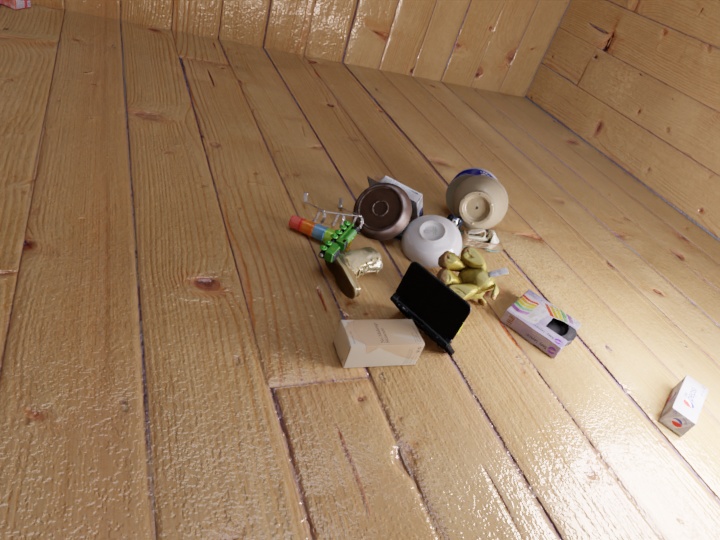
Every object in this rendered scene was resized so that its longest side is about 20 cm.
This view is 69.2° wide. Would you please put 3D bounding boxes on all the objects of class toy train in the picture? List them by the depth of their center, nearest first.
[{"bbox_3d":[-0.059,-0.086,1.513,0.056,0.042,0.200,22,38,13],"label":"toy train"}]

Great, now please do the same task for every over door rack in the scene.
[{"bbox_3d":[-0.093,-0.188,1.717,0.147,0.067,0.200,5,24,-28],"label":"over door rack"}]

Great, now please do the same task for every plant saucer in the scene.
[{"bbox_3d":[0.067,-0.199,1.712,0.200,0.200,0.032,36,-2,22],"label":"plant saucer"}]

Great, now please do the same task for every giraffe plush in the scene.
[{"bbox_3d":[0.322,0.033,1.550,0.199,0.162,0.173,4,72,5],"label":"giraffe plush"}]

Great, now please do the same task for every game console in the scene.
[{"bbox_3d":[0.188,0.101,1.351,0.200,0.116,0.176,41,-4,27],"label":"game console"}]

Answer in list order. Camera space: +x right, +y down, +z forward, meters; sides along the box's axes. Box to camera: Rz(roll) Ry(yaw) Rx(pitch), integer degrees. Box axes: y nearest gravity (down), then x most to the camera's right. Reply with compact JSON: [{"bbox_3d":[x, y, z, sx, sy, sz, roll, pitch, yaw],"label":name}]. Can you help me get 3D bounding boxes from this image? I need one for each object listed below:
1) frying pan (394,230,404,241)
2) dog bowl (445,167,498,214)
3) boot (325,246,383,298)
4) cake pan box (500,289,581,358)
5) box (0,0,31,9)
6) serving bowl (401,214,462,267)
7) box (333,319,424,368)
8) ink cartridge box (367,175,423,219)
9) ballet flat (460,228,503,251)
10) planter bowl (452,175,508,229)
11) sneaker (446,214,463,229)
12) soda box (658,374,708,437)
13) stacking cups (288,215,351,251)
[{"bbox_3d":[0.168,-0.106,1.767,0.115,0.031,0.190,0,37,-24],"label":"frying pan"},{"bbox_3d":[0.427,-0.282,1.975,0.200,0.200,0.079,28,38,11],"label":"dog bowl"},{"bbox_3d":[0.000,0.000,1.499,0.155,0.073,0.200,-5,36,-25],"label":"boot"},{"bbox_3d":[0.549,0.159,1.578,0.200,0.052,0.184,38,41,24],"label":"cake pan box"},{"bbox_3d":[-1.575,-1.305,2.363,0.094,0.200,0.103,22,36,0],"label":"box"},{"bbox_3d":[0.232,-0.109,1.697,0.199,0.066,0.201,-2,55,3],"label":"serving bowl"},{"bbox_3d":[0.044,0.177,1.280,0.199,0.078,0.095,1,39,-25],"label":"box"},{"bbox_3d":[0.127,-0.263,1.837,0.200,0.041,0.200,29,-8,12],"label":"ink cartridge box"},{"bbox_3d":[0.438,-0.114,1.866,0.199,0.072,0.068,8,37,-17],"label":"ballet flat"},{"bbox_3d":[0.417,-0.231,1.853,0.200,0.201,0.135,27,24,10],"label":"planter bowl"},{"bbox_3d":[0.302,-0.127,1.784,0.073,0.112,0.200,20,35,1],"label":"sneaker"},{"bbox_3d":[0.899,0.372,1.450,0.068,0.064,0.200,39,40,23],"label":"soda box"},{"bbox_3d":[-0.127,-0.114,1.615,0.199,0.061,0.061,21,35,10],"label":"stacking cups"}]
